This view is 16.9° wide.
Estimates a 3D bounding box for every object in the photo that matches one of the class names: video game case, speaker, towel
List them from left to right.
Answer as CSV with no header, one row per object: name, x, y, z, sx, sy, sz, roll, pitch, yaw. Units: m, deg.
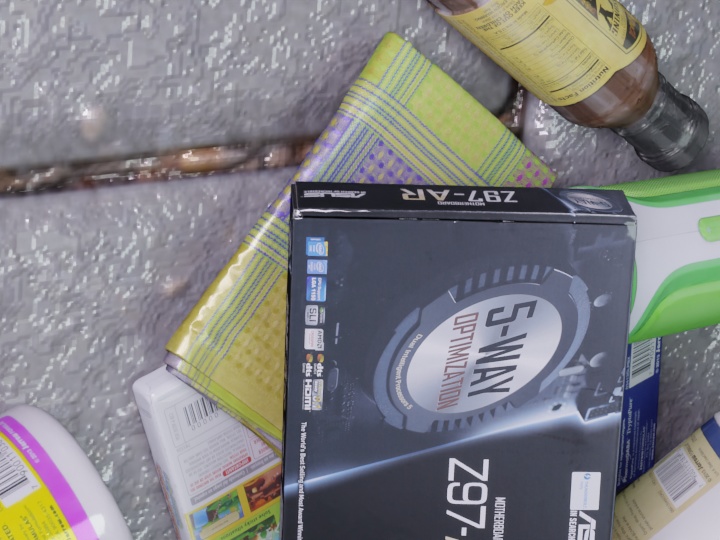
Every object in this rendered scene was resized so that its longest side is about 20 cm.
video game case,-0.008,0.090,1.237,0.199,0.023,0.183,-28,123,-24
towel,0.000,0.000,1.177,0.143,0.023,0.200,38,84,-39
speaker,0.164,-0.009,1.245,0.199,0.088,0.089,-9,115,-44

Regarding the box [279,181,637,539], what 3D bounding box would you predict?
box,0.043,0.061,1.141,0.159,0.044,0.201,2,109,-4

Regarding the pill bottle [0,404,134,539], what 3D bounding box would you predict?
pill bottle,-0.204,0.150,1.071,0.199,0.104,0.105,-31,124,-21

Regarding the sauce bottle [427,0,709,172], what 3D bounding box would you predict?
sauce bottle,0.104,-0.114,1.206,0.200,0.065,0.065,35,87,-41

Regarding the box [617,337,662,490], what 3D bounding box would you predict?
box,0.090,0.080,1.263,0.200,0.032,0.122,-24,122,-47

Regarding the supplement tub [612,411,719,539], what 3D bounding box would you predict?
supplement tub,0.175,0.185,1.306,0.200,0.145,0.144,-40,129,8
